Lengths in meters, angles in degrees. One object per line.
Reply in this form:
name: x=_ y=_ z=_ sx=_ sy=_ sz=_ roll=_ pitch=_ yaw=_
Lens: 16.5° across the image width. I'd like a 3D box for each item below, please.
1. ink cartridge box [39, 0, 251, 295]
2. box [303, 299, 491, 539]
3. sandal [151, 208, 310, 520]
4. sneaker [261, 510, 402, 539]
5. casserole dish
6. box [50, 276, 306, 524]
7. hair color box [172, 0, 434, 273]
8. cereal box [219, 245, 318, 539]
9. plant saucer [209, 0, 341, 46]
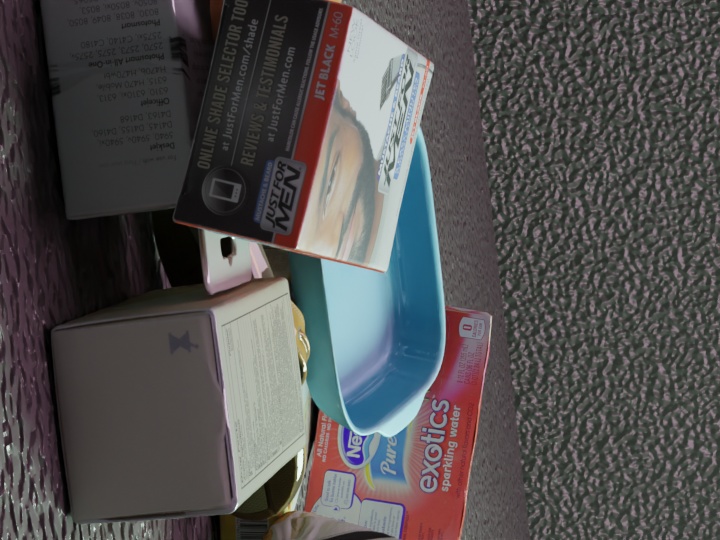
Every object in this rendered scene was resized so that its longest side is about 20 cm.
ink cartridge box: x=-0.103 y=-0.088 z=1.185 sx=0.116 sy=0.066 sz=0.202 roll=-21 pitch=104 yaw=-82
box: x=0.019 y=0.119 z=1.557 sx=0.095 sy=0.102 sz=0.202 roll=51 pitch=47 yaw=-87
sandal: x=-0.061 y=0.033 z=1.322 sx=0.054 sy=0.080 sz=0.202 roll=-16 pitch=97 yaw=-50
sneaker: x=-0.029 y=0.197 z=1.317 sx=0.200 sy=0.087 sz=0.076 roll=-59 pitch=149 yaw=-50
casserole dish: x=0.000 y=0.000 z=1.447 sx=0.121 sy=0.039 sz=0.202 roll=-35 pitch=124 yaw=-49
box: x=-0.082 y=0.058 z=1.185 sx=0.200 sy=0.077 sz=0.096 roll=-18 pitch=102 yaw=-82
hair color box: x=-0.022 y=-0.063 z=1.165 sx=0.200 sy=0.063 sz=0.112 roll=10 pitch=93 yaw=-77
cereal box: x=-0.054 y=0.065 z=1.467 sx=0.200 sy=0.039 sz=0.145 roll=-75 pitch=165 yaw=-71
plant saucer: x=-0.027 y=-0.188 z=1.228 sx=0.200 sy=0.032 sz=0.202 roll=14 pitch=90 yaw=-78
